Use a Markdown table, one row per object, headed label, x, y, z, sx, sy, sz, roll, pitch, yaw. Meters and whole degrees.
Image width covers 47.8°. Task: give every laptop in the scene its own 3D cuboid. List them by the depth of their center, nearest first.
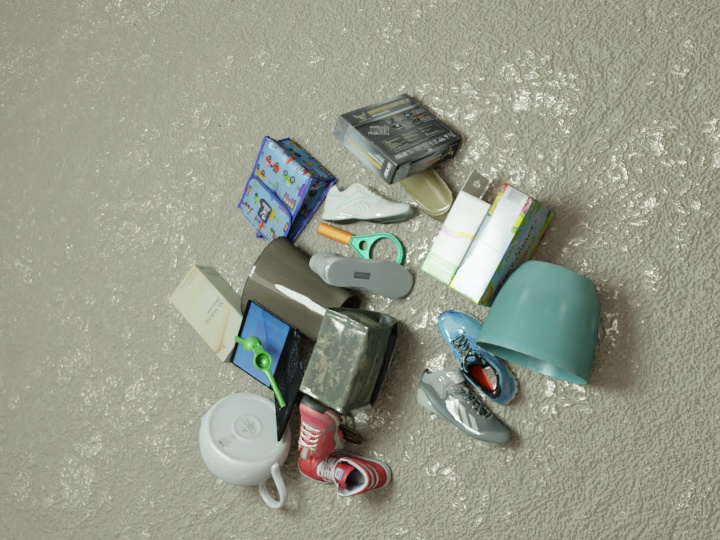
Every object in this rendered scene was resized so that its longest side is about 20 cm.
| label | x | y | z | sx | sy | sz | roll | pitch | yaw |
| --- | --- | --- | --- | --- | --- | --- | --- | --- | --- |
| laptop | -0.185 | 0.192 | 1.577 | 0.202 | 0.101 | 0.179 | -102 | 27 | -50 |

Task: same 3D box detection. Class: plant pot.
| label | x | y | z | sx | sy | sz | roll | pitch | yaw |
| --- | --- | --- | --- | --- | --- | --- | --- | --- | --- |
| plant pot | 0.312 | 0.080 | 1.376 | 0.198 | 0.200 | 0.163 | 16 | 80 | 26 |

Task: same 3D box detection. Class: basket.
| label | x | y | z | sx | sy | sz | roll | pitch | yaw |
| --- | --- | --- | --- | --- | --- | --- | --- | --- | --- |
| basket | -0.113 | 0.054 | 1.616 | 0.198 | 0.136 | 0.183 | 26 | 90 | 21 |

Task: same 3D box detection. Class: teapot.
| label | x | y | z | sx | sy | sz | roll | pitch | yaw |
| --- | --- | --- | --- | --- | --- | --- | --- | --- | --- |
| teapot | -0.233 | 0.359 | 1.633 | 0.194 | 0.202 | 0.148 | 10 | 132 | -8 |

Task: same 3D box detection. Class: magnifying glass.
| label | x | y | z | sx | sy | sz | roll | pitch | yaw |
| --- | --- | --- | --- | --- | --- | --- | --- | --- | --- |
| magnifying glass | 0.000 | -0.053 | 1.630 | 0.198 | 0.022 | 0.081 | 23 | 95 | 27 |

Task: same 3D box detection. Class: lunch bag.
| label | x | y | z | sx | sy | sz | roll | pitch | yaw |
| --- | --- | --- | --- | --- | --- | --- | --- | --- | --- |
| lunch bag | -0.003 | 0.162 | 1.513 | 0.116 | 0.199 | 0.167 | 23 | 98 | 25 |
| lunch bag | -0.168 | -0.152 | 1.698 | 0.150 | 0.094 | 0.202 | 41 | 115 | 22 |

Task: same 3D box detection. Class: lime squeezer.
| label | x | y | z | sx | sy | sz | roll | pitch | yaw |
| --- | --- | --- | --- | --- | --- | --- | --- | --- | --- |
| lime squeezer | -0.198 | 0.172 | 1.551 | 0.200 | 0.037 | 0.071 | 47 | 132 | 37 |

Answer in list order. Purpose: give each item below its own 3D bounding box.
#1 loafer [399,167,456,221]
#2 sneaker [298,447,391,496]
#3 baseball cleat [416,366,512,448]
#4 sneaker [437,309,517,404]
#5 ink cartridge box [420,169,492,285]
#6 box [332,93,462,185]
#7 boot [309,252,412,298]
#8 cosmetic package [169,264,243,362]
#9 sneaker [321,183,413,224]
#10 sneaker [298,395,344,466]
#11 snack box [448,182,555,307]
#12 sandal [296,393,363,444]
| label | x | y | z | sx | sy | sz | roll | pitch | yaw |
| --- | --- | --- | --- | --- | --- | --- | --- | --- | --- |
| loafer | 0.109 | -0.174 | 1.563 | 0.076 | 0.067 | 0.200 | -47 | 67 | 15 |
| sneaker | -0.050 | 0.383 | 1.558 | 0.197 | 0.112 | 0.073 | 1 | 85 | 26 |
| baseball cleat | 0.190 | 0.240 | 1.474 | 0.198 | 0.069 | 0.108 | 21 | 109 | 26 |
| sneaker | 0.207 | 0.151 | 1.470 | 0.078 | 0.090 | 0.201 | -44 | 68 | 15 |
| ink cartridge box | 0.199 | -0.071 | 1.481 | 0.067 | 0.117 | 0.202 | 30 | 98 | 24 |
| box | 0.070 | -0.250 | 1.522 | 0.158 | 0.199 | 0.049 | 42 | 135 | 22 |
| boot | 0.000 | 0.000 | 1.562 | 0.095 | 0.197 | 0.075 | 31 | 105 | 59 |
| cosmetic package | -0.305 | 0.092 | 1.735 | 0.200 | 0.073 | 0.104 | 43 | 103 | 24 |
| sneaker | 0.012 | -0.134 | 1.606 | 0.197 | 0.070 | 0.082 | 3 | 83 | 27 |
| sneaker | -0.079 | 0.300 | 1.476 | 0.073 | 0.201 | 0.087 | 24 | 64 | 22 |
| snack box | 0.251 | -0.036 | 1.425 | 0.067 | 0.168 | 0.202 | 29 | 97 | 26 |
| sandal | -0.070 | 0.274 | 1.612 | 0.199 | 0.082 | 0.055 | 31 | 76 | 32 |
